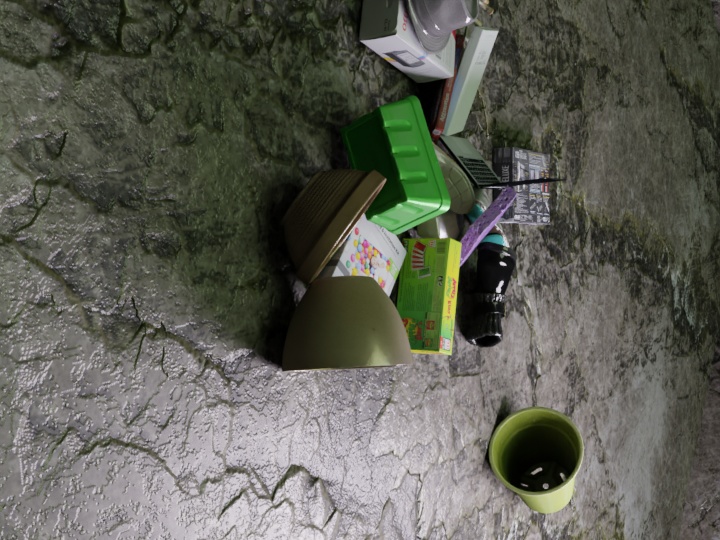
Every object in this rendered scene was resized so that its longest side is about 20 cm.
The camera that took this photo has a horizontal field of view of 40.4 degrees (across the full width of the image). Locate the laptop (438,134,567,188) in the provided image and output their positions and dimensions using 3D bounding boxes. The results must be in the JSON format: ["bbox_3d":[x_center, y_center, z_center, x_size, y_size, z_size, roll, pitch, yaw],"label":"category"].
[{"bbox_3d":[0.272,-0.214,1.866,0.201,0.116,0.187,53,21,12],"label":"laptop"}]

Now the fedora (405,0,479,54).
[{"bbox_3d":[0.148,-0.479,1.665,0.176,0.089,0.203,-31,112,-53],"label":"fedora"}]

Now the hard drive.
[{"bbox_3d":[0.204,-0.360,1.852,0.132,0.026,0.203,-33,143,-67],"label":"hard drive"}]

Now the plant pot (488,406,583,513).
[{"bbox_3d":[0.387,0.429,2.105,0.191,0.197,0.202,66,39,-50],"label":"plant pot"}]

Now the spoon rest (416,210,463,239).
[{"bbox_3d":[0.149,-0.093,1.854,0.200,0.060,0.101,-25,109,-67],"label":"spoon rest"}]

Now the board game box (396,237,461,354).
[{"bbox_3d":[0.120,0.046,1.758,0.047,0.100,0.204,19,75,-53],"label":"board game box"}]

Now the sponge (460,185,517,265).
[{"bbox_3d":[0.228,-0.080,1.847,0.112,0.030,0.200,-47,173,-18],"label":"sponge"}]

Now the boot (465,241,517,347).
[{"bbox_3d":[0.257,0.052,1.932,0.212,0.078,0.160,75,28,-64],"label":"boot"}]

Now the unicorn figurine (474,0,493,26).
[{"bbox_3d":[0.189,-0.524,1.831,0.137,0.200,0.074,37,91,-20],"label":"unicorn figurine"}]

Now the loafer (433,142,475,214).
[{"bbox_3d":[0.145,-0.191,1.798,0.200,0.071,0.063,45,26,-26],"label":"loafer"}]

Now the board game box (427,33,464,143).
[{"bbox_3d":[0.154,-0.330,1.827,0.019,0.103,0.203,17,70,-7],"label":"board game box"}]

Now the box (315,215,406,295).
[{"bbox_3d":[0.000,0.000,1.637,0.156,0.041,0.202,54,47,-40],"label":"box"}]

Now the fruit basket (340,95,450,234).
[{"bbox_3d":[0.071,-0.171,1.633,0.214,0.154,0.219,28,51,-41],"label":"fruit basket"}]

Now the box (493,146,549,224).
[{"bbox_3d":[0.358,-0.183,2.155,0.199,0.049,0.161,-2,91,-56],"label":"box"}]

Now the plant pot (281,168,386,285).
[{"bbox_3d":[-0.054,-0.085,1.475,0.092,0.201,0.201,38,48,0],"label":"plant pot"}]

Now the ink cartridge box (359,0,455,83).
[{"bbox_3d":[0.089,-0.440,1.729,0.199,0.085,0.150,21,71,-52],"label":"ink cartridge box"}]

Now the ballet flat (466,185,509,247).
[{"bbox_3d":[0.264,-0.092,2.005,0.201,0.066,0.064,60,38,-37],"label":"ballet flat"}]

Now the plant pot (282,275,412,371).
[{"bbox_3d":[-0.023,0.080,1.474,0.199,0.198,0.137,5,79,-55],"label":"plant pot"}]
